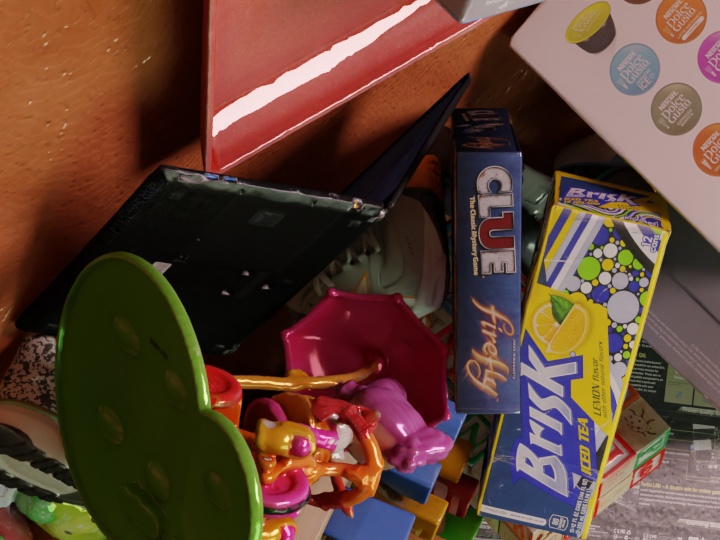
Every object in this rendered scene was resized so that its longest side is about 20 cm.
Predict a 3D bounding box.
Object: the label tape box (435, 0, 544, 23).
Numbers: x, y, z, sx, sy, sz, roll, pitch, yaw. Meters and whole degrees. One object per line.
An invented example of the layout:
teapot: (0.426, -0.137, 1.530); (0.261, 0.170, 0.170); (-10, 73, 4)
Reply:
label tape box: (0.113, -0.217, 1.043); (0.143, 0.066, 0.200); (-19, 151, -43)

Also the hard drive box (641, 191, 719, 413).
hard drive box: (0.240, 0.034, 1.409); (0.077, 0.156, 0.200); (-48, 162, 12)

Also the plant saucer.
plant saucer: (-0.002, -0.156, 1.101); (0.200, 0.037, 0.200); (-31, 156, -22)

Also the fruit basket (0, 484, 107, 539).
fruit basket: (-0.192, 0.157, 1.298); (0.200, 0.094, 0.185); (-19, 149, -37)

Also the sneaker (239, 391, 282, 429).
sneaker: (-0.078, 0.150, 1.443); (0.146, 0.077, 0.202); (-53, 172, 29)

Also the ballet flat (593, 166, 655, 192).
ballet flat: (0.168, -0.014, 1.512); (0.067, 0.064, 0.200); (-38, 169, -6)

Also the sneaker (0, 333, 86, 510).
sneaker: (-0.116, 0.094, 1.229); (0.200, 0.089, 0.077); (31, 150, -30)

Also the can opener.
can opener: (0.082, -0.046, 1.410); (0.053, 0.066, 0.200); (-45, 153, 12)

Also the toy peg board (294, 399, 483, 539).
toy peg board: (0.012, 0.163, 1.329); (0.199, 0.098, 0.200); (106, 9, -61)

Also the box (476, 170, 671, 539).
box: (0.122, 0.050, 1.312); (0.064, 0.070, 0.200); (-72, 175, -69)

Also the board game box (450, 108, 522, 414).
board game box: (0.067, -0.011, 1.229); (0.200, 0.035, 0.136); (-81, 170, -79)

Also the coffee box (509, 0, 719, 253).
coffee box: (0.246, -0.129, 1.336); (0.200, 0.198, 0.200); (-48, 159, 13)

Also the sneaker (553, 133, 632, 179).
sneaker: (0.212, -0.097, 1.536); (0.200, 0.073, 0.072); (-15, 177, -26)

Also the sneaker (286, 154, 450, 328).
sneaker: (0.000, 0.000, 1.324); (0.092, 0.076, 0.200); (0, 150, -7)

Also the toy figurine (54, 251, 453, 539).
toy figurine: (-0.027, 0.070, 1.135); (0.184, 0.200, 0.150); (-6, 120, -34)

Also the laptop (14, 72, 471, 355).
laptop: (-0.060, -0.037, 1.199); (0.200, 0.103, 0.177); (8, 148, -30)

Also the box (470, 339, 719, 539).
box: (0.164, 0.111, 1.564); (0.200, 0.164, 0.086); (7, 178, -11)

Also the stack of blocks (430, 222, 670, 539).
stack of blocks: (0.086, 0.074, 1.446); (0.115, 0.200, 0.059); (-35, 157, -17)
